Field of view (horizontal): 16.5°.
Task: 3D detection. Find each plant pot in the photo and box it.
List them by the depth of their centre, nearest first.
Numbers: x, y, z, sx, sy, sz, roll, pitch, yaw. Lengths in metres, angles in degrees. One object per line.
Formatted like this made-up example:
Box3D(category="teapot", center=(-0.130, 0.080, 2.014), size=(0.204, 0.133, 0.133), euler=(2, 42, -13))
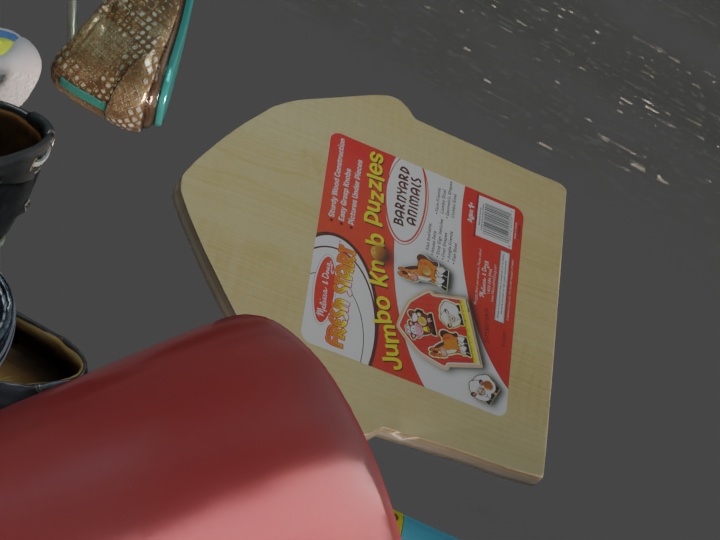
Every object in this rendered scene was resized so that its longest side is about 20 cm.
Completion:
Box3D(category="plant pot", center=(-0.098, 0.128, 0.932), size=(0.176, 0.201, 0.201), euler=(-12, 66, -25))

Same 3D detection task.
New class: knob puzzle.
Box3D(category="knob puzzle", center=(0.000, 0.000, 1.176), size=(0.219, 0.030, 0.221), euler=(16, 53, -22))

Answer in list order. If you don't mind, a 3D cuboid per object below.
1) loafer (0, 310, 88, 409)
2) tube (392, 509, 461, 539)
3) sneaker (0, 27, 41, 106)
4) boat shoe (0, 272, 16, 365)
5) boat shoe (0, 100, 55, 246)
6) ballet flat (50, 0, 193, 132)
Box3D(category="loafer", center=(-0.201, 0.013, 1.017), size=(0.199, 0.072, 0.073), euler=(25, 51, -14))
Box3D(category="tube", center=(0.042, 0.148, 1.096), size=(0.199, 0.050, 0.078), euler=(22, 43, -10))
Box3D(category="sneaker", center=(-0.238, -0.102, 1.071), size=(0.199, 0.076, 0.105), euler=(-12, 65, -35))
Box3D(category="boat shoe", center=(-0.173, 0.031, 0.888), size=(0.071, 0.091, 0.200), euler=(57, 38, -2))
Box3D(category="boat shoe", center=(-0.201, -0.055, 0.998), size=(0.072, 0.068, 0.200), euler=(52, 19, 27))
Box3D(category="ballet flat", center=(-0.103, -0.152, 1.197), size=(0.065, 0.071, 0.201), euler=(17, 47, -3))
